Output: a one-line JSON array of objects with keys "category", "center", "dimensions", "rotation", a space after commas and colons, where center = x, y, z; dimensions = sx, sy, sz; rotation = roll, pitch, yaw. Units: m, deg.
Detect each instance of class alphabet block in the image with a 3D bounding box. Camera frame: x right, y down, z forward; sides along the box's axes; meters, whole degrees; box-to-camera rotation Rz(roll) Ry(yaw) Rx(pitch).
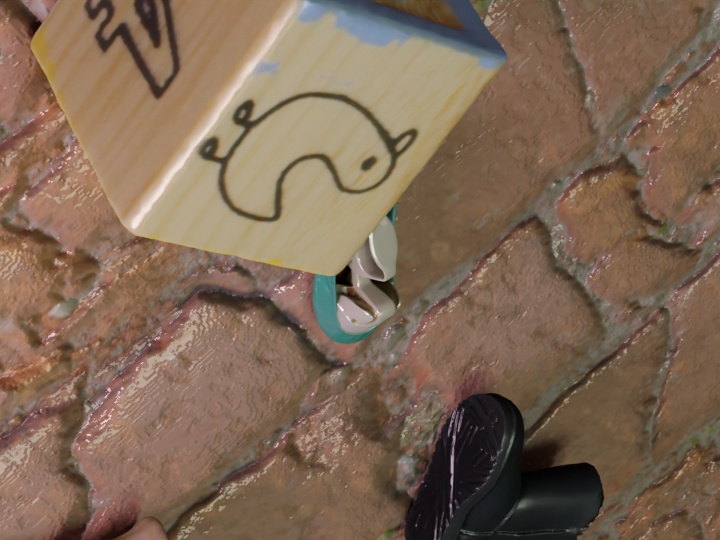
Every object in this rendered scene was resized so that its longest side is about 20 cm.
[{"category": "alphabet block", "center": [-0.063, -0.143, 1.506], "dimensions": [0.195, 0.197, 0.200], "rotation": [12, 126, -42]}]

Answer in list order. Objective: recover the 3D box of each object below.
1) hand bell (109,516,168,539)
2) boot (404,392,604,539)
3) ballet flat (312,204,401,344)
[{"category": "hand bell", "center": [-0.257, 0.243, 1.820], "dimensions": [0.199, 0.104, 0.105], "rotation": [4, 124, -26]}, {"category": "boot", "center": [0.145, 0.181, 2.064], "dimensions": [0.167, 0.077, 0.201], "rotation": [-3, 134, -32]}, {"category": "ballet flat", "center": [0.000, 0.000, 1.796], "dimensions": [0.067, 0.070, 0.201], "rotation": [-23, 137, -20]}]
